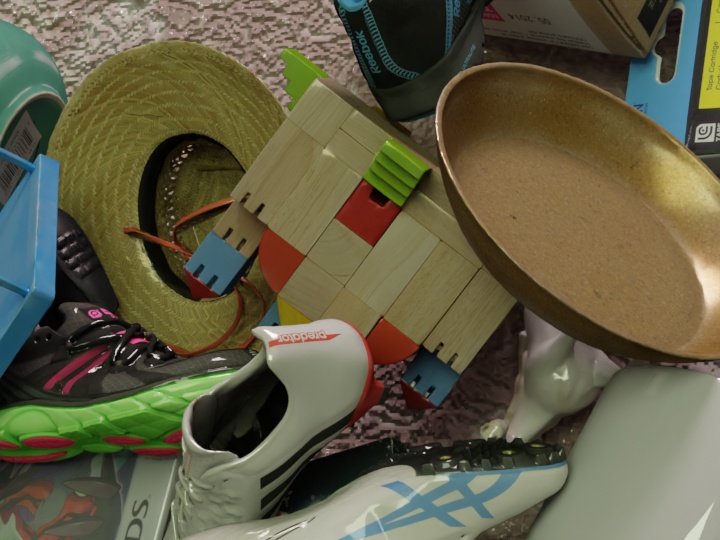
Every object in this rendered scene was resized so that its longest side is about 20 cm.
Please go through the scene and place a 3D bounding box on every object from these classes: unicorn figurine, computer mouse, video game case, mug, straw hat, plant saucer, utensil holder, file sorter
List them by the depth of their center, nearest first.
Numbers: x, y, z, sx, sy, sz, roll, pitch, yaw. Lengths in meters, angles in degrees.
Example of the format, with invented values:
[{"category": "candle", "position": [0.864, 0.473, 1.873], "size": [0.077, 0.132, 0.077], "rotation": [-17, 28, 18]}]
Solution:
[{"category": "utensil holder", "position": [0.149, 0.169, 1.112], "size": [0.170, 0.170, 0.200], "rotation": [19, 70, 23]}, {"category": "plant saucer", "position": [0.115, -0.021, 1.138], "size": [0.035, 0.200, 0.200], "rotation": [-54, 55, 34]}, {"category": "unicorn figurine", "position": [0.106, 0.033, 1.232], "size": [0.074, 0.137, 0.200], "rotation": [29, 47, -11]}, {"category": "file sorter", "position": [-0.263, 0.024, 1.235], "size": [0.200, 0.123, 0.139], "rotation": [-52, 24, 24]}, {"category": "video game case", "position": [-0.191, 0.160, 1.263], "size": [0.200, 0.023, 0.183], "rotation": [2, 70, 33]}, {"category": "computer mouse", "position": [-0.151, 0.051, 1.292], "size": [0.059, 0.034, 0.200], "rotation": [-35, 78, 29]}, {"category": "straw hat", "position": [-0.082, -0.031, 1.312], "size": [0.201, 0.085, 0.201], "rotation": [4, 97, 31]}, {"category": "mug", "position": [-0.242, -0.062, 1.352], "size": [0.114, 0.152, 0.185], "rotation": [16, 115, 21]}]

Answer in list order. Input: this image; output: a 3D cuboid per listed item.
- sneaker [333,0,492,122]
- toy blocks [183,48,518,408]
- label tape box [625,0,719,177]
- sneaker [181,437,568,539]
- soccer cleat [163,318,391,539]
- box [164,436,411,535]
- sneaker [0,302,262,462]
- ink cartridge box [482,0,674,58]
[{"category": "sneaker", "position": [0.042, -0.173, 1.220], "size": [0.073, 0.082, 0.200], "rotation": [-13, 40, 30]}, {"category": "toy blocks", "position": [0.000, 0.000, 1.188], "size": [0.200, 0.100, 0.137], "rotation": [37, 100, 4]}, {"category": "label tape box", "position": [0.253, -0.117, 1.269], "size": [0.200, 0.066, 0.144], "rotation": [-3, 65, 29]}, {"category": "sneaker", "position": [0.008, 0.132, 1.104], "size": [0.200, 0.072, 0.073], "rotation": [-20, 95, 1]}, {"category": "soccer cleat", "position": [-0.065, 0.100, 1.147], "size": [0.200, 0.085, 0.069], "rotation": [-53, 49, 28]}, {"category": "box", "position": [-0.052, 0.180, 1.204], "size": [0.200, 0.038, 0.137], "rotation": [-19, 60, 27]}, {"category": "sneaker", "position": [-0.135, 0.054, 1.217], "size": [0.200, 0.077, 0.084], "rotation": [-5, 70, 28]}, {"category": "ink cartridge box", "position": [0.104, -0.218, 1.329], "size": [0.200, 0.075, 0.165], "rotation": [15, 70, 39]}]
